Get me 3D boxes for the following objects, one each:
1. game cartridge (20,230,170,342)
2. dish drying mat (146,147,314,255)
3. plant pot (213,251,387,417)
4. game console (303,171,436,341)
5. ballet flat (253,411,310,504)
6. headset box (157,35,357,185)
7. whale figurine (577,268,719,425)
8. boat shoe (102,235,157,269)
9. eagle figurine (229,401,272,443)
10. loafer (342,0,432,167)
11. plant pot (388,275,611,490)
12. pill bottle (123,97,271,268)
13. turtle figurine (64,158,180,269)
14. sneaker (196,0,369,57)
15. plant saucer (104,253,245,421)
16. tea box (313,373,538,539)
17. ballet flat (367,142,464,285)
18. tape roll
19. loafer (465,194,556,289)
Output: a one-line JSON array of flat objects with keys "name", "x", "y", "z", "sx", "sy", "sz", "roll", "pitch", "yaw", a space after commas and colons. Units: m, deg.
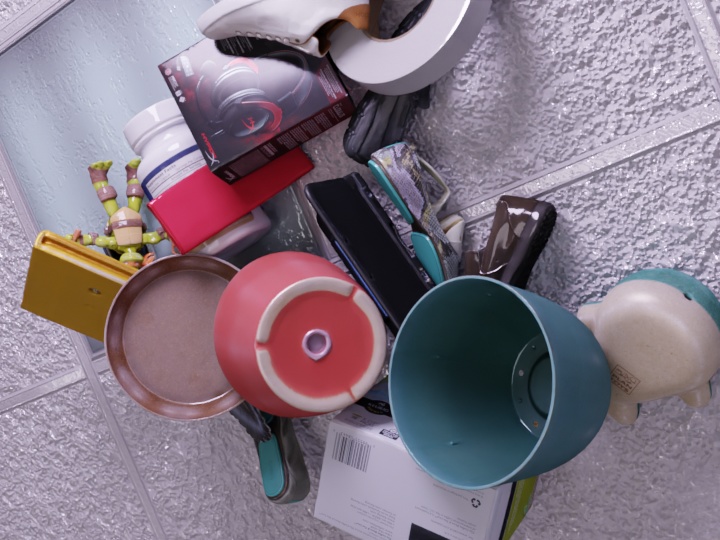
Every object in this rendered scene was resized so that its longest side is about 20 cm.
[{"name": "game cartridge", "x": -0.347, "y": 0.035, "z": 1.221, "sx": 0.176, "sy": 0.033, "sz": 0.200, "roll": 25, "pitch": 149, "yaw": -12}, {"name": "dish drying mat", "x": -0.155, "y": -0.102, "z": 1.131, "sx": 0.077, "sy": 0.200, "sz": 0.018, "roll": 53, "pitch": 157, "yaw": 2}, {"name": "plant pot", "x": -0.061, "y": 0.076, "z": 1.048, "sx": 0.200, "sy": 0.177, "sz": 0.201, "roll": 0, "pitch": 90, "yaw": -14}, {"name": "game console", "x": 0.000, "y": 0.000, "z": 1.069, "sx": 0.200, "sy": 0.116, "sz": 0.176, "roll": 56, "pitch": 148, "yaw": 6}, {"name": "ballet flat", "x": -0.111, "y": 0.214, "z": 1.248, "sx": 0.067, "sy": 0.064, "sz": 0.200, "roll": -33, "pitch": 58, "yaw": 32}, {"name": "headset box", "x": -0.109, "y": -0.216, "z": 1.087, "sx": 0.200, "sy": 0.075, "sz": 0.149, "roll": -28, "pitch": 80, "yaw": 5}, {"name": "whale figurine", "x": 0.302, "y": 0.079, "z": 0.982, "sx": 0.159, "sy": 0.104, "sz": 0.200, "roll": 36, "pitch": 142, "yaw": 16}, {"name": "boat shoe", "x": -0.301, "y": 0.035, "z": 1.311, "sx": 0.075, "sy": 0.062, "sz": 0.201, "roll": -18, "pitch": 94, "yaw": 32}, {"name": "eagle figurine", "x": -0.175, "y": 0.123, "z": 1.223, "sx": 0.199, "sy": 0.151, "sz": 0.152, "roll": 15, "pitch": 131, "yaw": 11}, {"name": "loafer", "x": 0.049, "y": -0.207, "z": 1.057, "sx": 0.070, "sy": 0.068, "sz": 0.201, "roll": 21, "pitch": 108, "yaw": -19}, {"name": "plant pot", "x": 0.155, "y": 0.114, "z": 0.935, "sx": 0.200, "sy": 0.161, "sz": 0.201, "roll": -10, "pitch": 75, "yaw": 45}, {"name": "pill bottle", "x": -0.212, "y": -0.111, "z": 1.189, "sx": 0.120, "sy": 0.120, "sz": 0.200, "roll": -33, "pitch": 86, "yaw": 31}, {"name": "turtle figurine", "x": -0.307, "y": -0.067, "z": 1.266, "sx": 0.064, "sy": 0.199, "sz": 0.162, "roll": 137, "pitch": 124, "yaw": -73}, {"name": "sneaker", "x": -0.084, "y": -0.264, "z": 1.007, "sx": 0.199, "sy": 0.073, "sz": 0.085, "roll": -9, "pitch": 100, "yaw": 24}, {"name": "plant saucer", "x": -0.205, "y": 0.080, "z": 1.132, "sx": 0.200, "sy": 0.034, "sz": 0.201, "roll": 0, "pitch": 86, "yaw": -7}, {"name": "tea box", "x": 0.087, "y": 0.222, "z": 1.066, "sx": 0.200, "sy": 0.197, "sz": 0.134, "roll": 19, "pitch": 112, "yaw": 22}, {"name": "ballet flat", "x": 0.081, "y": -0.058, "z": 1.065, "sx": 0.072, "sy": 0.072, "sz": 0.201, "roll": -15, "pitch": 116, "yaw": 31}, {"name": "tape roll", "x": 0.049, "y": -0.287, "z": 0.994, "sx": 0.202, "sy": 0.037, "sz": 0.203, "roll": -14, "pitch": 67, "yaw": 36}, {"name": "loafer", "x": 0.150, "y": 0.002, "z": 1.053, "sx": 0.071, "sy": 0.073, "sz": 0.200, "roll": 32, "pitch": 108, "yaw": 24}]
